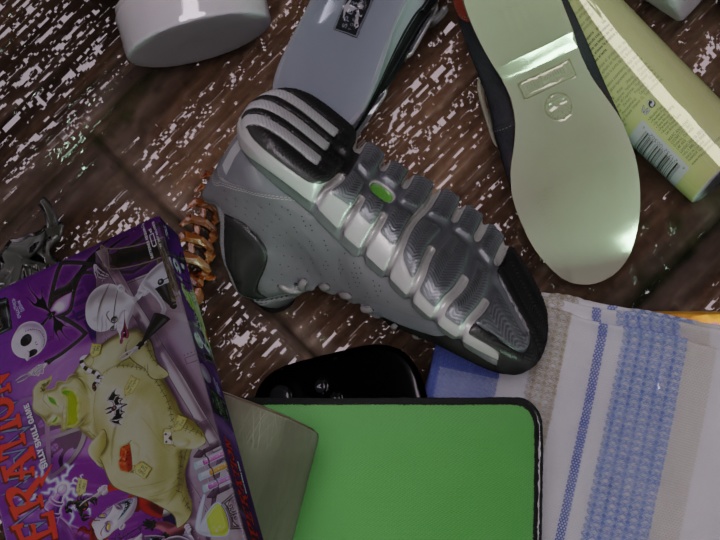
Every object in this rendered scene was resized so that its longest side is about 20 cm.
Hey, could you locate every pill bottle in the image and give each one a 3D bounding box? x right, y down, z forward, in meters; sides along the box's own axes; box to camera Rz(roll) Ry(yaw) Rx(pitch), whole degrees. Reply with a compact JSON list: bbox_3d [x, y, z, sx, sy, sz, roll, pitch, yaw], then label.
[{"bbox_3d":[-0.112,-0.219,1.402,0.110,0.111,0.201,-15,80,-1],"label":"pill bottle"}]

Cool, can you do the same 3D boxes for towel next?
[{"bbox_3d":[0.122,0.089,1.337,0.199,0.024,0.148,10,87,27],"label":"towel"}]

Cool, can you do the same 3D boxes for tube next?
[{"bbox_3d":[0.130,-0.125,1.406,0.200,0.052,0.058,44,87,8],"label":"tube"}]

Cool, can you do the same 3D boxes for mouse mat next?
[{"bbox_3d":[0.001,0.146,1.339,0.199,0.008,0.162,-1,84,25],"label":"mouse mat"}]

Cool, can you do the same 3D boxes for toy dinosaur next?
[{"bbox_3d":[-0.142,0.034,1.385,0.135,0.102,0.201,36,65,-7],"label":"toy dinosaur"}]

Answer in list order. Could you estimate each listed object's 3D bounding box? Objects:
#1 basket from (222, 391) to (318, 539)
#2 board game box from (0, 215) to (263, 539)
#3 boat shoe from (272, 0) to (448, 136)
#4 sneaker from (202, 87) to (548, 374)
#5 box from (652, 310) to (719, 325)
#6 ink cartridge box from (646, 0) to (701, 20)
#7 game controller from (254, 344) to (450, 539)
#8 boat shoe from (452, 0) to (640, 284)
[{"bbox_3d":[-0.104,0.160,1.300,0.135,0.180,0.201,15,82,16],"label":"basket"},{"bbox_3d":[-0.123,0.081,1.248,0.119,0.032,0.201,-27,57,13],"label":"board game box"},{"bbox_3d":[0.012,-0.149,1.407,0.073,0.068,0.201,20,76,6],"label":"boat shoe"},{"bbox_3d":[0.000,0.000,1.358,0.200,0.116,0.075,41,44,-1],"label":"sneaker"},{"bbox_3d":[0.154,0.122,1.370,0.118,0.041,0.202,0,78,2],"label":"box"},{"bbox_3d":[0.192,-0.250,1.399,0.116,0.068,0.200,38,83,32],"label":"ink cartridge box"},{"bbox_3d":[0.001,0.142,1.359,0.104,0.042,0.202,-17,78,34],"label":"game controller"},{"bbox_3d":[0.097,-0.090,1.380,0.071,0.063,0.201,-22,108,-1],"label":"boat shoe"}]
